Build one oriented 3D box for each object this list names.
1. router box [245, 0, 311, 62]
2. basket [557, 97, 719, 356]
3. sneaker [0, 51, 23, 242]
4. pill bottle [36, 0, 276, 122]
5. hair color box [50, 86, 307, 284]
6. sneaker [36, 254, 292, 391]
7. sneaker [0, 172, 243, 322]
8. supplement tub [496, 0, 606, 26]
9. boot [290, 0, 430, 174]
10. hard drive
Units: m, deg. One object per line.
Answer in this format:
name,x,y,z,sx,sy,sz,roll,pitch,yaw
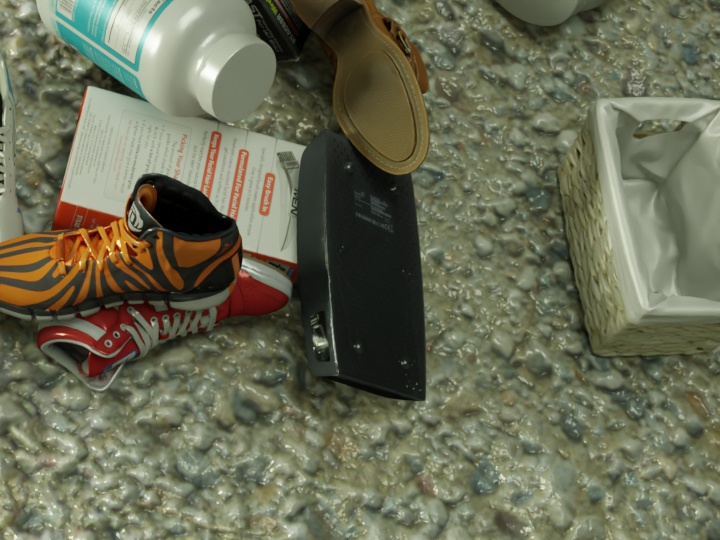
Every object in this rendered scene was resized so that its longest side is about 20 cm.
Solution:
router box,-0.091,-0.296,1.495,0.200,0.062,0.150,56,48,-40
basket,0.254,-0.032,1.520,0.135,0.123,0.201,0,65,-18
sneaker,-0.299,-0.095,1.389,0.071,0.073,0.201,-4,69,-22
pill bottle,-0.159,-0.194,1.422,0.111,0.111,0.200,-36,56,-29
hair color box,-0.138,-0.063,1.435,0.199,0.064,0.112,15,60,-11
sneaker,-0.153,0.039,1.376,0.198,0.071,0.113,7,60,-7
sneaker,-0.184,-0.024,1.302,0.198,0.112,0.078,-5,58,-12
supplement tub,0.207,-0.328,1.630,0.145,0.145,0.200,45,60,5
boot,0.024,-0.160,1.490,0.073,0.155,0.201,-30,73,16
hard drive,0.000,0.000,1.427,0.135,0.042,0.202,21,60,-52
